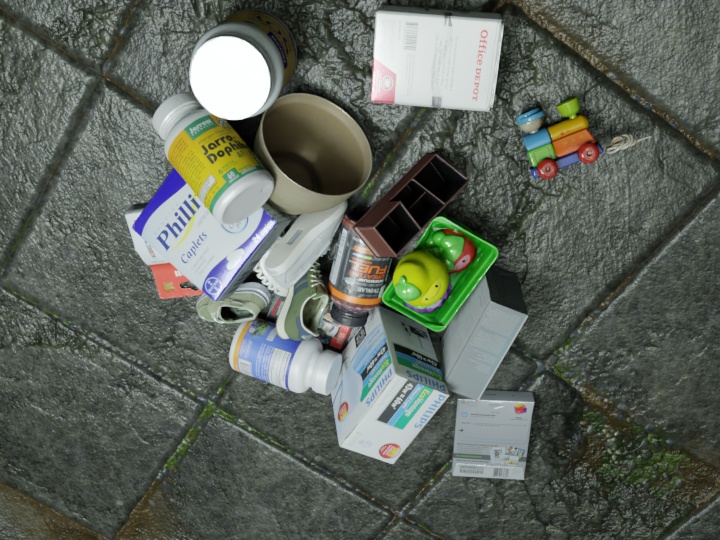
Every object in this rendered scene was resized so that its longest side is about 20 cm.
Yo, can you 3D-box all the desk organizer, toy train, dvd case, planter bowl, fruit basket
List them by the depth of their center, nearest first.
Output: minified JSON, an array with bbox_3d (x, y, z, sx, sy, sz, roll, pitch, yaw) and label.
[{"bbox_3d":[0.366,-0.238,1.277,0.199,0.085,0.116,-21,100,14],"label":"toy train"},{"bbox_3d":[-0.098,-0.178,1.296,0.200,0.201,0.135,33,142,-11],"label":"planter bowl"},{"bbox_3d":[0.088,-0.113,1.300,0.200,0.077,0.072,-46,110,-17],"label":"desk organizer"},{"bbox_3d":[0.130,0.010,1.349,0.155,0.216,0.216,28,116,-9],"label":"fruit basket"},{"bbox_3d":[-0.070,0.073,1.498,0.199,0.022,0.147,20,116,-6],"label":"dvd case"}]

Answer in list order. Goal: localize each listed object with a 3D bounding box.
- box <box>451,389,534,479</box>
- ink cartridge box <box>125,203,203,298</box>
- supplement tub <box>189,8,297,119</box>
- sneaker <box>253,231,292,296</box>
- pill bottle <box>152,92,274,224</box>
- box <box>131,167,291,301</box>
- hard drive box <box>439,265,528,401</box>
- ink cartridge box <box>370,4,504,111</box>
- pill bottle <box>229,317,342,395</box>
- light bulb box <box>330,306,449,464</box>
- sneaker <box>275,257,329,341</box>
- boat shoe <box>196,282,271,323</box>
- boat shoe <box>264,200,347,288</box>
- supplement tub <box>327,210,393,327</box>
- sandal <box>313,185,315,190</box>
[{"bbox_3d":[0.272,0.341,1.591,0.155,0.041,0.201,2,118,4],"label":"box"},{"bbox_3d":[-0.341,-0.033,1.453,0.161,0.050,0.201,-6,113,8],"label":"ink cartridge box"},{"bbox_3d":[-0.183,-0.325,1.208,0.144,0.200,0.146,2,117,4],"label":"supplement tub"},{"bbox_3d":[-0.167,-0.041,1.410,0.081,0.075,0.201,-27,106,18],"label":"sneaker"},{"bbox_3d":[-0.235,-0.180,1.202,0.113,0.113,0.200,-45,76,23],"label":"pill bottle"},{"bbox_3d":[-0.257,-0.082,1.328,0.200,0.105,0.184,40,102,3],"label":"box"},{"bbox_3d":[0.222,0.110,1.416,0.076,0.156,0.201,21,117,-7],"label":"hard drive box"},{"bbox_3d":[0.122,-0.344,1.237,0.199,0.085,0.147,6,117,4],"label":"ink cartridge box"},{"bbox_3d":[-0.141,0.169,1.474,0.199,0.112,0.113,16,118,15],"label":"pill bottle"},{"bbox_3d":[0.046,0.214,1.446,0.124,0.200,0.199,23,117,-23],"label":"light bulb box"},{"bbox_3d":[-0.088,0.033,1.395,0.089,0.067,0.201,6,79,41],"label":"sneaker"},{"bbox_3d":[-0.253,0.068,1.450,0.199,0.062,0.072,-16,121,42],"label":"boat shoe"},{"bbox_3d":[-0.085,-0.051,1.364,0.072,0.200,0.069,11,144,39],"label":"boat shoe"},{"bbox_3d":[0.000,0.000,1.396,0.106,0.107,0.201,13,110,-1],"label":"supplement tub"},{"bbox_3d":[-0.174,-0.160,1.374,0.199,0.048,0.076,25,116,-7],"label":"sandal"}]
